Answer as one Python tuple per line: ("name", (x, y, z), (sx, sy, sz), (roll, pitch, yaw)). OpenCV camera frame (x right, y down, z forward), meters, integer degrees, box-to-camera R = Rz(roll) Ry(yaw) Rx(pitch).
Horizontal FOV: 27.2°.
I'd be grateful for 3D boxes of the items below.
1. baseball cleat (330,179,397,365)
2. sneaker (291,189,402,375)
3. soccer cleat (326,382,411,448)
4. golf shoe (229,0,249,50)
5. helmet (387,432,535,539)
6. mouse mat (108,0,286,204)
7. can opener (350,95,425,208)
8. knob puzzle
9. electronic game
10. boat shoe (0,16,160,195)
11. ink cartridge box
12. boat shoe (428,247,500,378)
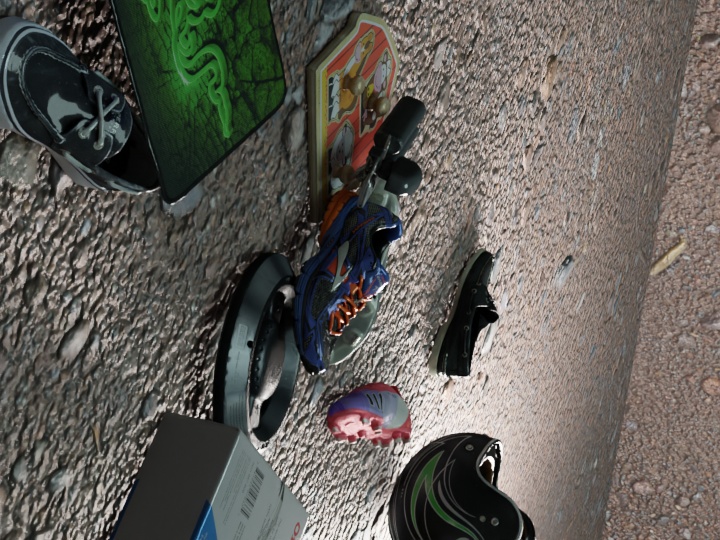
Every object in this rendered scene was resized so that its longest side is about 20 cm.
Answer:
("baseball cleat", (0.000, 0.000, 1.569), (0.106, 0.069, 0.202), (-54, 166, -79))
("sneaker", (-0.014, 0.010, 1.438), (0.076, 0.077, 0.202), (73, 31, -58))
("soccer cleat", (0.007, 0.160, 1.736), (0.200, 0.066, 0.077), (29, 46, -64))
("golf shoe", (-0.099, -0.226, 1.115), (0.091, 0.075, 0.202), (-43, 145, -44))
("helmet", (0.131, 0.319, 1.979), (0.199, 0.191, 0.201), (-30, 157, -14))
("mouse mat", (-0.110, -0.166, 1.046), (0.161, 0.007, 0.202), (-48, 139, -40))
("can opener", (0.036, -0.117, 1.512), (0.201, 0.066, 0.053), (-67, 180, -60))
("knob puzzle", (0.004, -0.168, 1.511), (0.219, 0.030, 0.223), (15, 90, -70))
("electronic game", (-0.096, 0.083, 1.405), (0.200, 0.041, 0.203), (9, 90, -76))
("boat shoe", (-0.185, -0.102, 0.992), (0.200, 0.067, 0.072), (59, 50, -64))
("ink cartridge box", (-0.132, 0.239, 1.332), (0.146, 0.083, 0.201), (-68, 153, -24))
("boat shoe", (0.157, 0.062, 2.037), (0.075, 0.065, 0.201), (76, 35, -53))
